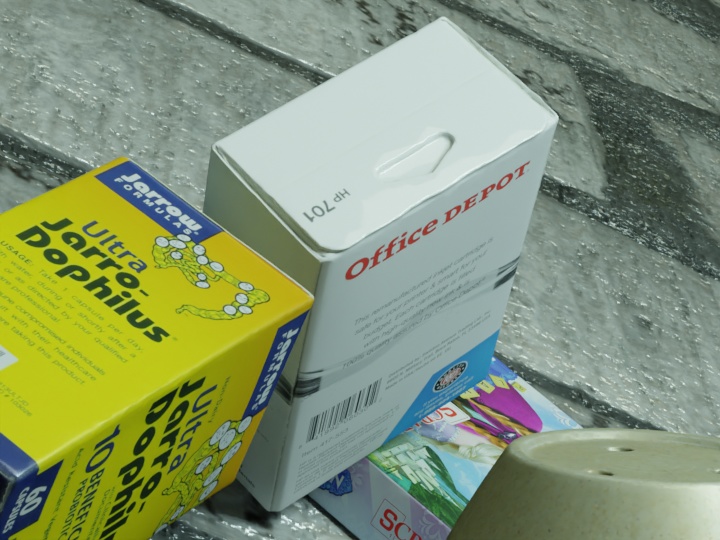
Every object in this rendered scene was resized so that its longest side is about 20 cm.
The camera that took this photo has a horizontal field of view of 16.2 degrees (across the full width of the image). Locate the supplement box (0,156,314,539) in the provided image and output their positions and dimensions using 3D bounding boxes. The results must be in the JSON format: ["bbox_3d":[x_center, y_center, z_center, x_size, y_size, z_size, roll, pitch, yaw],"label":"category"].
[{"bbox_3d":[-0.127,0.052,0.990,0.109,0.109,0.200,36,34,16],"label":"supplement box"}]

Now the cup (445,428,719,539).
[{"bbox_3d":[0.099,0.136,0.903,0.199,0.144,0.200,3,6,0],"label":"cup"}]

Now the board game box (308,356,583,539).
[{"bbox_3d":[0.076,0.122,1.320,0.199,0.041,0.200,39,24,21],"label":"board game box"}]

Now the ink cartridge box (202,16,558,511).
[{"bbox_3d":[0.000,0.000,1.189,0.146,0.201,0.086,-30,61,-29],"label":"ink cartridge box"}]
